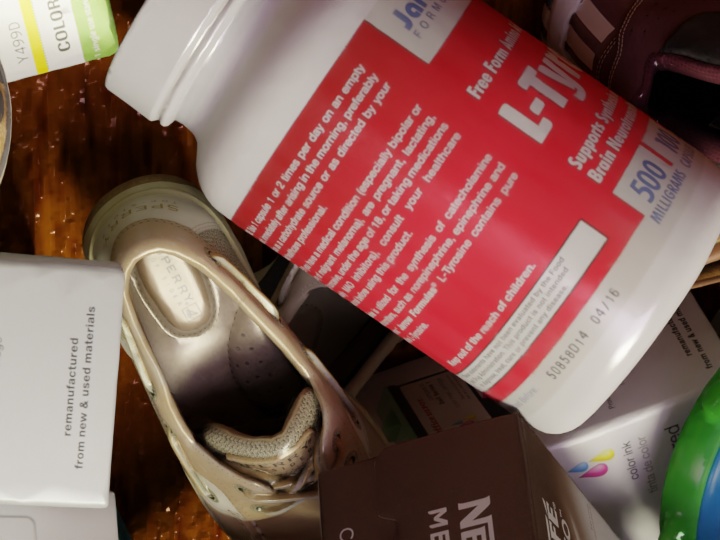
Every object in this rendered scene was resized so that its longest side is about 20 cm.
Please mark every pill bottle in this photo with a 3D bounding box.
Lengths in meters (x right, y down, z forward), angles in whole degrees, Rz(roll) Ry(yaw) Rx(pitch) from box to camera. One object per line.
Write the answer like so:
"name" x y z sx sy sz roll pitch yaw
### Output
"pill bottle" 0.017 -0.042 0.770 0.200 0.112 0.112 34 112 -3

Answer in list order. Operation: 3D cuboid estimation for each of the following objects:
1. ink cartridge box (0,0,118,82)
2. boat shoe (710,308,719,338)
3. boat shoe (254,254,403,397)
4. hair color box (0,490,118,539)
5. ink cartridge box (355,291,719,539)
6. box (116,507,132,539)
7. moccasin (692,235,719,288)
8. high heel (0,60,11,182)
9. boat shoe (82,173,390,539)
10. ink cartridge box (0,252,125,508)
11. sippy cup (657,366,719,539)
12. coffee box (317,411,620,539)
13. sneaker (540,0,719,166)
"ink cartridge box" -0.192 -0.120 0.707 0.199 0.076 0.148 -16 127 -8
"boat shoe" 0.247 0.014 0.951 0.201 0.061 0.072 -19 128 -4
"boat shoe" 0.000 0.000 0.863 0.071 0.063 0.200 29 111 -30
"hair color box" -0.183 0.129 0.771 0.200 0.099 0.061 4 153 -26
"ink cartridge box" 0.065 0.106 0.943 0.200 0.084 0.145 -20 128 -2
"box" -0.115 0.180 0.962 0.082 0.049 0.200 -20 128 -2
"moccasin" 0.190 -0.021 0.880 0.201 0.078 0.074 -3 154 -32
"high heel" -0.165 -0.074 0.643 0.142 0.071 0.200 19 95 -34
"boat shoe" -0.035 0.059 0.813 0.072 0.065 0.200 -29 115 1
"ink cartridge box" -0.195 0.029 0.760 0.199 0.146 0.083 4 90 -19
"sippy cup" 0.207 0.098 0.857 0.140 0.130 0.178 34 85 -45
"coffee box" 0.062 0.151 0.812 0.080 0.115 0.200 -17 146 17
"sneaker" 0.175 -0.075 0.830 0.199 0.116 0.076 -8 126 -12
